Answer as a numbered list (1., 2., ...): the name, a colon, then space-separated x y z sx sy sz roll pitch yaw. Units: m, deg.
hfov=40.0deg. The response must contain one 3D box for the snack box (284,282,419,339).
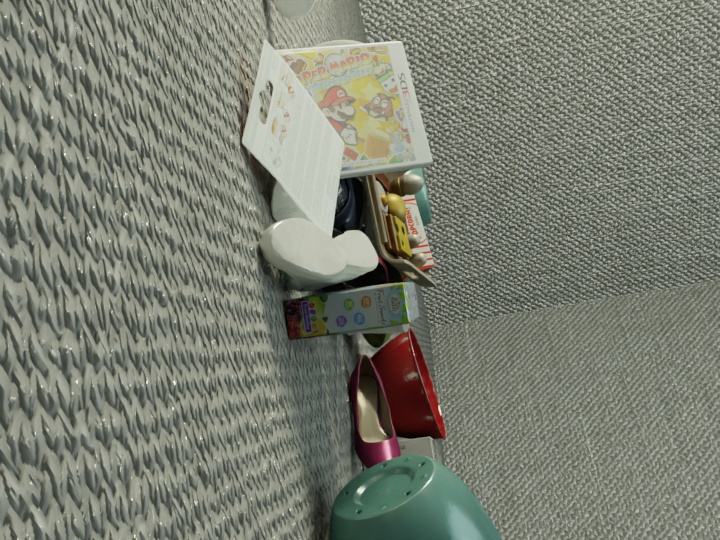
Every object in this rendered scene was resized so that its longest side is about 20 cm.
1. snack box: -0.004 0.048 1.223 0.200 0.142 0.053 3 77 -83

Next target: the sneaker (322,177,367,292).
1. sneaker: -0.042 -0.049 1.377 0.146 0.077 0.203 29 59 -70

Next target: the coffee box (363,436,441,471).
1. coffee box: 0.074 0.324 1.632 0.200 0.113 0.080 53 28 -75

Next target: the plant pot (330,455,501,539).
1. plant pot: 0.056 0.310 1.122 0.201 0.200 0.161 -77 143 -74

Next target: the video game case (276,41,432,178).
1. video game case: -0.011 -0.217 1.342 0.023 0.200 0.182 -29 -106 64

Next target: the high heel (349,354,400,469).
1. high heel: 0.021 0.217 1.492 0.200 0.067 0.096 -99 -174 -60

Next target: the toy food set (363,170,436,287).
1. toy food set: 0.064 -0.083 1.436 0.143 0.060 0.200 33 43 -65

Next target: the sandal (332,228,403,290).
1. sandal: 0.002 0.005 1.353 0.200 0.045 0.075 35 80 -48

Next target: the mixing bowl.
1. mixing bowl: 0.067 0.209 1.707 0.200 0.108 0.200 -19 90 -83

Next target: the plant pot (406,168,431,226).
1. plant pot: 0.051 -0.146 1.938 0.201 0.161 0.201 -10 90 -84

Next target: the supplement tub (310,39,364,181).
1. supplement tub: -0.021 -0.226 1.483 0.200 0.145 0.146 73 9 -50

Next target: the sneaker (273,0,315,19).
1. sneaker: -0.102 -0.443 1.405 0.088 0.075 0.200 113 -33 -80

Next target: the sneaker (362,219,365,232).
1. sneaker: -0.011 -0.022 1.549 0.200 0.081 0.074 73 10 -48

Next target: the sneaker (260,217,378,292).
1. sneaker: -0.062 -0.006 1.138 0.200 0.088 0.075 8 56 -58

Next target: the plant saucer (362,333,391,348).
1. plant saucer: 0.022 0.027 1.640 0.200 0.031 0.200 169 -90 -73

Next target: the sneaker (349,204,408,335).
1. sneaker: 0.000 0.000 1.475 0.074 0.115 0.200 -18 101 -72

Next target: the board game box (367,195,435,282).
1. board game box: 0.052 -0.044 1.634 0.200 0.046 0.152 130 -53 -67

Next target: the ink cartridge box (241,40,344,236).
1. ink cartridge box: -0.090 -0.145 1.174 0.200 0.047 0.160 48 39 -46
